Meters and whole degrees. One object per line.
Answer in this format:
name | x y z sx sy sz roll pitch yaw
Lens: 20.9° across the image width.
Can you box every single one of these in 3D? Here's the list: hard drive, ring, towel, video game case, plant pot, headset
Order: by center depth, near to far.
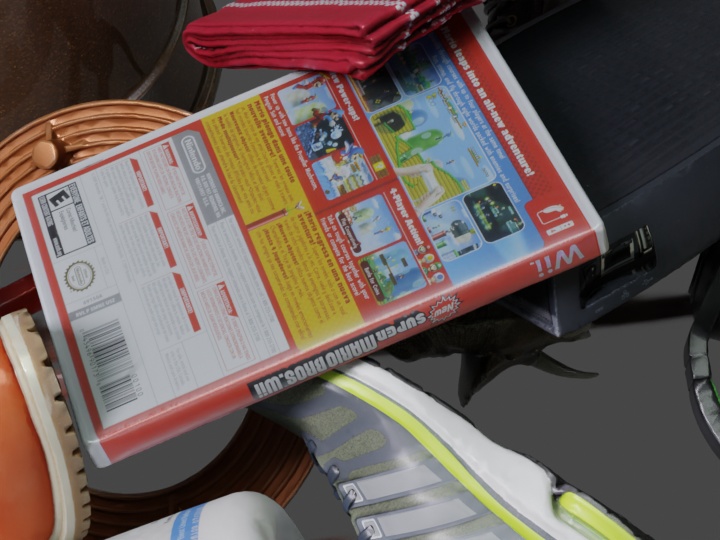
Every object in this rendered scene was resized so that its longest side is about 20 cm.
video game case | -0.025 -0.019 0.736 0.200 0.017 0.143 -23 46 -2
hard drive | 0.102 -0.059 0.798 0.200 0.042 0.135 -33 47 -32
ring | -0.103 0.029 0.811 0.200 0.019 0.201 1 93 20
towel | 0.035 -0.132 0.816 0.200 0.023 0.144 -32 23 -26
headset | 0.201 0.007 0.848 0.123 0.094 0.201 -1 75 4
plant pot | -0.171 -0.150 0.856 0.200 0.198 0.201 -2 59 3

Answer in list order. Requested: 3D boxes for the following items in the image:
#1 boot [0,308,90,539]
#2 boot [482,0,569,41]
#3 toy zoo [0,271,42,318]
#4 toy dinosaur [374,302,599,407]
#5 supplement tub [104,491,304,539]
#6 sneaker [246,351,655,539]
boot | -0.164 0.088 0.726 0.107 0.200 0.075 -11 61 -28
boot | 0.068 -0.112 0.914 0.199 0.069 0.174 18 62 11
toy zoo | -0.170 -0.038 0.917 0.200 0.020 0.131 -29 62 -12
toy dinosaur | 0.000 0.000 0.850 0.200 0.102 0.077 31 84 30
supplement tub | -0.105 0.171 0.710 0.199 0.132 0.132 -20 60 7
sneaker | 0.019 0.089 0.720 0.200 0.074 0.081 31 85 19
